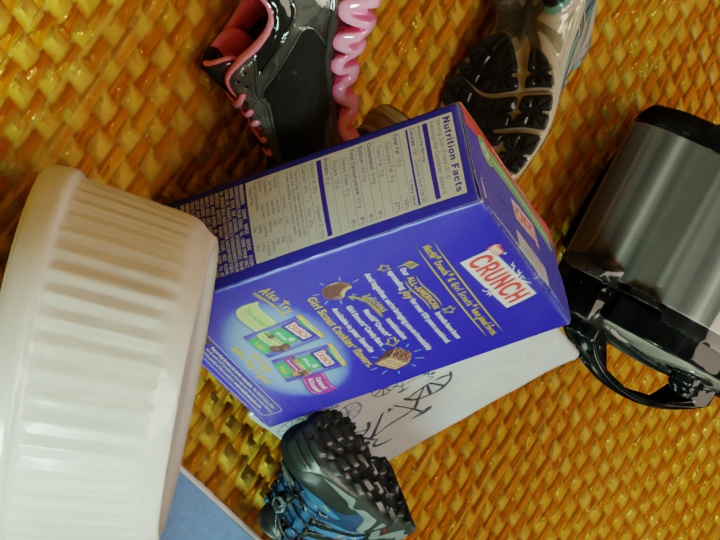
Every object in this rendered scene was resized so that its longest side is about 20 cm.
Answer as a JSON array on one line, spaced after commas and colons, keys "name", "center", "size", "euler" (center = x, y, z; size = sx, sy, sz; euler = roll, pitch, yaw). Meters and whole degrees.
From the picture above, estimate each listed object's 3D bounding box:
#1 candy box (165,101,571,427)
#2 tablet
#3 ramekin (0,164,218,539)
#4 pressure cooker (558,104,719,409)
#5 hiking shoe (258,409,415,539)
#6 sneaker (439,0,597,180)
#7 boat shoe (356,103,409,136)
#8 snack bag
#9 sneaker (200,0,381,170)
[{"name": "candy box", "center": [0.000, 0.000, 1.424], "size": [0.169, 0.200, 0.077], "euler": [51, 25, -56]}, {"name": "tablet", "center": [-0.115, 0.207, 1.560], "size": [0.130, 0.014, 0.200], "euler": [-58, 149, -13]}, {"name": "ramekin", "center": [-0.132, 0.052, 1.261], "size": [0.202, 0.094, 0.203], "euler": [-169, -90, -90]}, {"name": "pressure cooker", "center": [0.233, 0.001, 1.785], "size": [0.200, 0.176, 0.179], "euler": [-63, 178, 0]}, {"name": "hiking shoe", "center": [-0.024, 0.148, 1.559], "size": [0.087, 0.074, 0.200], "euler": [-25, 157, 4]}, {"name": "sneaker", "center": [0.117, -0.135, 1.622], "size": [0.086, 0.078, 0.200], "euler": [12, 101, -62]}, {"name": "boat shoe", "center": [0.002, -0.009, 1.540], "size": [0.063, 0.073, 0.201], "euler": [-26, 142, -35]}, {"name": "snack bag", "center": [0.039, 0.071, 1.591], "size": [0.188, 0.021, 0.200], "euler": [-30, 155, 6]}, {"name": "sneaker", "center": [-0.048, -0.108, 1.411], "size": [0.095, 0.079, 0.200], "euler": [-9, 127, -22]}]
